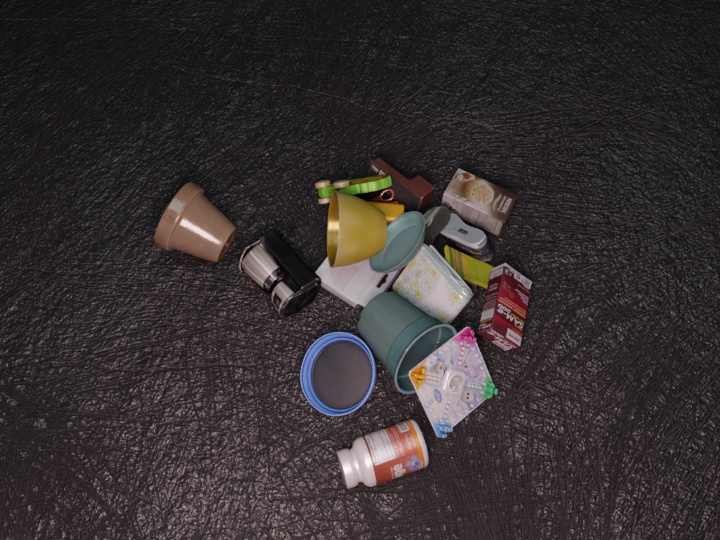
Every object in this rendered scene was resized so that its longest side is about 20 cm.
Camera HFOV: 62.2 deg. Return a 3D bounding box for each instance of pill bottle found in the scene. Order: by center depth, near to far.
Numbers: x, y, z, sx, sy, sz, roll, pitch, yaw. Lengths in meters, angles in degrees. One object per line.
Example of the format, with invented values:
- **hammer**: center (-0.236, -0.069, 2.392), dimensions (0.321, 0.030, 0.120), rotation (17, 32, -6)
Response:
- **pill bottle**: center (0.050, 0.430, 1.384), dimensions (0.196, 0.113, 0.114), rotation (-16, 62, -10)

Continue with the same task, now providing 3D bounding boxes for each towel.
- **towel**: center (0.185, 0.053, 1.579), dimensions (0.048, 0.172, 0.201), rotation (-7, 50, -47)
- **towel**: center (0.311, -0.003, 1.630), dimensions (0.197, 0.018, 0.087), rotation (20, 51, -28)

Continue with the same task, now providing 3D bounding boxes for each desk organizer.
- **desk organizer**: center (0.122, -0.264, 1.797), dimensions (0.199, 0.072, 0.077), rotation (40, 53, 19)

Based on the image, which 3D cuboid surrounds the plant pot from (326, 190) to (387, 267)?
- **plant pot**: center (-0.007, -0.108, 1.601), dimensions (0.139, 0.201, 0.203), rotation (2, 59, -12)

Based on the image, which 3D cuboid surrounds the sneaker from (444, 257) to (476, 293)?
- **sneaker**: center (0.238, -0.005, 1.668), dimensions (0.196, 0.071, 0.094), rotation (21, 50, 8)

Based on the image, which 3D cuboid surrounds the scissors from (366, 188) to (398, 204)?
- **scissors**: center (0.017, -0.196, 1.789), dimensions (0.196, 0.014, 0.075), rotation (-9, 93, 8)

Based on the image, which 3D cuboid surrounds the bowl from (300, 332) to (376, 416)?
- **bowl**: center (-0.053, 0.256, 1.480), dimensions (0.197, 0.039, 0.205), rotation (-6, 73, 19)

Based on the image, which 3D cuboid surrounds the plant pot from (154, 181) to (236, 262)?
- **plant pot**: center (-0.442, -0.116, 1.649), dimensions (0.173, 0.201, 0.202), rotation (30, 62, -4)

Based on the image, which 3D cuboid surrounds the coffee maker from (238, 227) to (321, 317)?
- **coffee maker**: center (-0.197, -0.003, 1.604), dimensions (0.192, 0.135, 0.200), rotation (-41, 73, -15)

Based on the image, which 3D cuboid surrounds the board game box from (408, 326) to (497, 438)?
- **board game box**: center (0.231, 0.274, 1.450), dimensions (0.198, 0.026, 0.203), rotation (-33, 111, -19)

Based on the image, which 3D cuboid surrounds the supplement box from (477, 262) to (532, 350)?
- **supplement box**: center (0.386, 0.096, 1.588), dimensions (0.108, 0.061, 0.203), rotation (30, 60, -20)

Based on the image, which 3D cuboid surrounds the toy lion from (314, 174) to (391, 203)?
- **toy lion**: center (-0.012, -0.246, 1.743), dimensions (0.189, 0.070, 0.199), rotation (-20, 17, -26)

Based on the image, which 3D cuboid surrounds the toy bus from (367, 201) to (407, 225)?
- **toy bus**: center (0.066, -0.153, 1.734), dimensions (0.196, 0.079, 0.066), rotation (5, 60, 2)

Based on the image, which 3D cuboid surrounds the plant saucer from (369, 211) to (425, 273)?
- **plant saucer**: center (0.107, -0.068, 1.609), dimensions (0.036, 0.198, 0.203), rotation (38, 57, -28)

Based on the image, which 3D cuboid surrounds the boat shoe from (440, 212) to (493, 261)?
- **boat shoe**: center (0.295, -0.091, 1.716), dimensions (0.071, 0.091, 0.200), rotation (-42, 41, -7)

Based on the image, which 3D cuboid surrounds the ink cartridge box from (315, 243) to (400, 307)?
- **ink cartridge box**: center (0.000, 0.000, 1.667), dimensions (0.198, 0.041, 0.201), rotation (31, 64, 15)

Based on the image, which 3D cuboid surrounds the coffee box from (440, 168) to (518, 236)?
- **coffee box**: center (0.351, -0.203, 1.769), dimensions (0.197, 0.080, 0.115), rotation (26, 63, 13)

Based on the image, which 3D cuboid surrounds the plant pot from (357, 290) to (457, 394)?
- **plant pot**: center (0.103, 0.165, 1.485), dimensions (0.199, 0.202, 0.196), rotation (-34, 48, -19)

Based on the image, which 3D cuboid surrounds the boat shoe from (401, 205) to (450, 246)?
- **boat shoe**: center (0.175, -0.110, 1.701), dimensions (0.202, 0.075, 0.064), rotation (-48, 28, -19)
